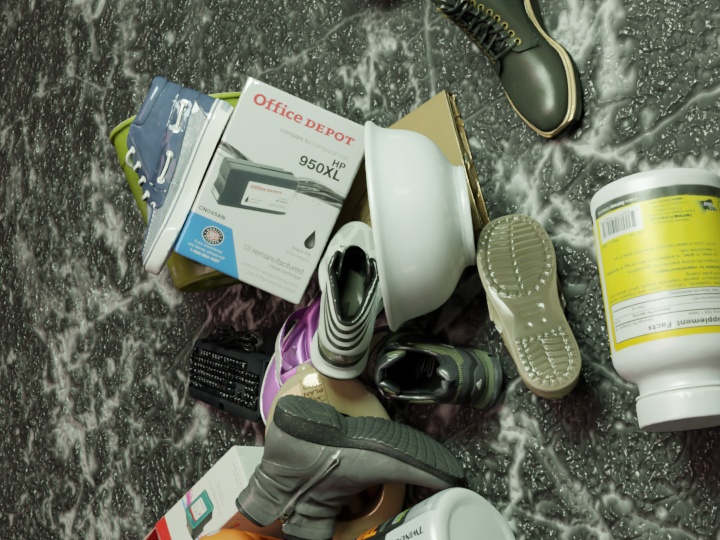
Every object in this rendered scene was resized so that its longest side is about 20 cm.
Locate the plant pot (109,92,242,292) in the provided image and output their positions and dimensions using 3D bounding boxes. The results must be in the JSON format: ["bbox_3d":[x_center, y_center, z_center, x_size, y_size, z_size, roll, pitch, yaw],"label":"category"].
[{"bbox_3d":[-0.172,-0.081,1.389,0.200,0.200,0.193,-19,81,41],"label":"plant pot"}]

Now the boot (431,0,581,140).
[{"bbox_3d":[0.123,-0.221,1.141,0.077,0.138,0.200,-41,57,32],"label":"boot"}]

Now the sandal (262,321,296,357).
[{"bbox_3d":[-0.058,0.131,1.324,0.076,0.043,0.200,-51,51,26],"label":"sandal"}]

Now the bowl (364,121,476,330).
[{"bbox_3d":[0.060,-0.047,1.143,0.090,0.201,0.201,-7,74,5],"label":"bowl"}]

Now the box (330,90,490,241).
[{"bbox_3d":[0.042,-0.073,1.277,0.200,0.021,0.164,-30,63,37],"label":"box"}]

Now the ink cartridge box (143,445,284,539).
[{"bbox_3d":[-0.142,0.277,1.329,0.200,0.116,0.067,-47,53,30],"label":"ink cartridge box"}]

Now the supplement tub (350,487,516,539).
[{"bbox_3d":[0.044,0.296,1.136,0.200,0.122,0.123,-35,59,34],"label":"supplement tub"}]

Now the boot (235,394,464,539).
[{"bbox_3d":[-0.011,0.208,1.167,0.070,0.200,0.132,-82,11,-75],"label":"boot"}]

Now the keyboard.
[{"bbox_3d":[-0.165,0.112,1.408,0.200,0.040,0.104,6,86,58],"label":"keyboard"}]

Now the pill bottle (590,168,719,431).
[{"bbox_3d":[0.256,0.026,0.981,0.112,0.112,0.200,-19,70,41],"label":"pill bottle"}]

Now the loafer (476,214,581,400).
[{"bbox_3d":[0.153,0.037,1.109,0.076,0.068,0.200,-9,54,1],"label":"loafer"}]

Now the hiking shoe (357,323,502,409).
[{"bbox_3d":[0.041,0.090,1.191,0.200,0.101,0.076,5,86,46],"label":"hiking shoe"}]

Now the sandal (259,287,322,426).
[{"bbox_3d":[-0.061,0.078,1.287,0.082,0.050,0.203,32,96,40],"label":"sandal"}]

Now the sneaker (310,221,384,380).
[{"bbox_3d":[0.000,0.000,1.181,0.201,0.076,0.115,-83,7,-45],"label":"sneaker"}]

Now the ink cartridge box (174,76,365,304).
[{"bbox_3d":[-0.090,-0.085,1.268,0.084,0.144,0.200,-121,55,-86],"label":"ink cartridge box"}]

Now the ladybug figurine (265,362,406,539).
[{"bbox_3d":[-0.025,0.187,1.227,0.136,0.072,0.200,-15,96,2],"label":"ladybug figurine"}]

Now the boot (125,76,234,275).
[{"bbox_3d":[-0.212,-0.101,1.267,0.073,0.090,0.200,-91,25,-81],"label":"boot"}]

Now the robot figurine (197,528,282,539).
[{"bbox_3d":[-0.106,0.327,1.220,0.117,0.200,0.144,-35,51,25],"label":"robot figurine"}]
